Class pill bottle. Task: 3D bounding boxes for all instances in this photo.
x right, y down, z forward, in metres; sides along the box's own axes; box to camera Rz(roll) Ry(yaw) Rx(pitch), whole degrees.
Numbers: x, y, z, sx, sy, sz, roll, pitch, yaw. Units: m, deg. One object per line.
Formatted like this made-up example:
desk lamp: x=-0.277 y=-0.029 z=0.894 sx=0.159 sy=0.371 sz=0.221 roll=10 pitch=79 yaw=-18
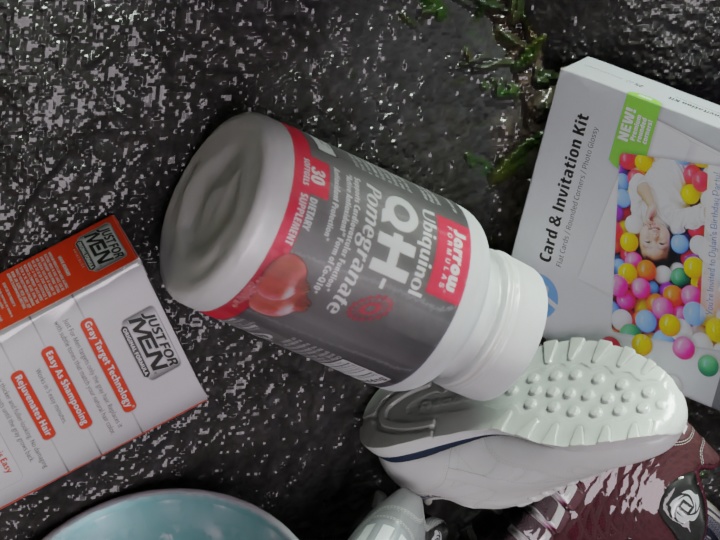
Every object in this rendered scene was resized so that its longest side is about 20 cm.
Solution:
pill bottle: x=0.000 y=0.000 z=1.587 sx=0.199 sy=0.111 sz=0.111 roll=24 pitch=105 yaw=-29

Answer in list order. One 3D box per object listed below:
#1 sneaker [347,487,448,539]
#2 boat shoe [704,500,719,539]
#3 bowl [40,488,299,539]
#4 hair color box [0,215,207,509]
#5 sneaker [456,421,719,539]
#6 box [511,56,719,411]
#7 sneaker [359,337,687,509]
sneaker: x=0.012 y=0.198 z=1.713 sx=0.075 sy=0.116 sz=0.200 roll=25 pitch=143 yaw=6
boat shoe: x=0.229 y=0.228 z=1.795 sx=0.075 sy=0.093 sz=0.200 roll=-31 pitch=122 yaw=-4
bowl: x=-0.105 y=0.234 z=1.631 sx=0.200 sy=0.201 sz=0.105 roll=-25 pitch=140 yaw=-8
hair color box: x=-0.195 y=0.066 z=1.574 sx=0.199 sy=0.061 sz=0.102 roll=-27 pitch=121 yaw=-5
sneaker: x=0.137 y=0.164 z=1.725 sx=0.115 sy=0.076 sz=0.200 roll=40 pitch=97 yaw=-15
box: x=0.186 y=-0.012 z=1.616 sx=0.041 sy=0.199 sz=0.157 roll=-25 pitch=134 yaw=-58
sneaker: x=0.100 y=0.094 z=1.651 sx=0.081 sy=0.199 sz=0.077 roll=58 pitch=42 yaw=-35
